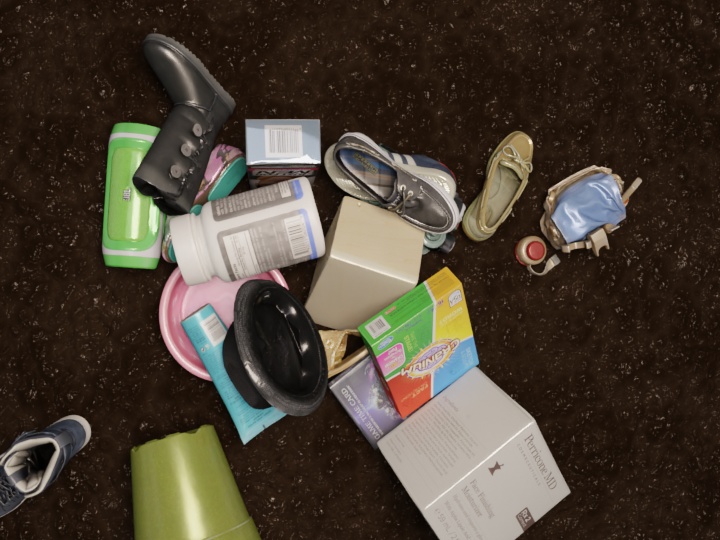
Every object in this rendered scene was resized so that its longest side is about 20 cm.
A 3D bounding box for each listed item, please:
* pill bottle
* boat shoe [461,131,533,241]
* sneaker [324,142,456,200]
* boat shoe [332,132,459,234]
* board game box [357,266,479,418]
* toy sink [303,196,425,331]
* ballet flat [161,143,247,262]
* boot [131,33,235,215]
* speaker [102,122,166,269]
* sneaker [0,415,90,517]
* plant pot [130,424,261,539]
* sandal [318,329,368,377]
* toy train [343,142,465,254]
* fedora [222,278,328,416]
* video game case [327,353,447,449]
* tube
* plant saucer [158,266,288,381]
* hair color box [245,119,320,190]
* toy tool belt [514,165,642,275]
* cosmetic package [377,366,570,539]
[{"bbox_3d":[-0.155,-0.050,0.902,0.196,0.114,0.116,-15,92,-6],"label":"pill bottle"},{"bbox_3d":[0.229,-0.139,1.035,0.073,0.063,0.202,36,74,-9],"label":"boat shoe"},{"bbox_3d":[0.046,-0.142,0.948,0.196,0.085,0.076,20,118,9],"label":"sneaker"},{"bbox_3d":[0.045,-0.112,0.874,0.199,0.066,0.070,40,119,-1],"label":"boat shoe"},{"bbox_3d":[0.090,0.110,0.938,0.152,0.040,0.202,-33,138,-10],"label":"board game box"},{"bbox_3d":[0.000,0.000,0.975,0.128,0.201,0.114,17,58,-8],"label":"toy sink"},{"bbox_3d":[-0.246,-0.105,0.978,0.070,0.069,0.202,26,77,24],"label":"ballet flat"},{"bbox_3d":[-0.273,-0.202,0.915,0.164,0.065,0.203,38,63,-37],"label":"boot"},{"bbox_3d":[-0.330,-0.106,0.953,0.086,0.088,0.205,3,89,-8],"label":"speaker"},{"bbox_3d":[-0.481,0.289,0.899,0.202,0.146,0.077,-41,97,-5],"label":"sneaker"},{"bbox_3d":[-0.247,0.329,0.923,0.196,0.200,0.194,-15,80,-8],"label":"plant pot"},{"bbox_3d":[-0.051,0.127,0.985,0.210,0.078,0.070,-38,88,9],"label":"sandal"},{"bbox_3d":[0.072,-0.109,1.016,0.197,0.085,0.116,29,76,-7],"label":"toy train"},{"bbox_3d":[-0.131,0.117,0.908,0.091,0.200,0.202,-31,95,28],"label":"fedora"},{"bbox_3d":[0.064,0.168,1.018,0.199,0.019,0.144,-37,115,-7],"label":"video game case"},{"bbox_3d":[-0.187,0.146,0.942,0.077,0.050,0.202,-31,98,-12],"label":"tube"},{"bbox_3d":[-0.202,0.064,0.987,0.196,0.051,0.206,0,90,-7],"label":"plant saucer"},{"bbox_3d":[-0.112,-0.160,0.926,0.097,0.200,0.062,-2,88,-8],"label":"hair color box"},{"bbox_3d":[0.343,-0.080,1.031,0.199,0.123,0.126,-37,94,-6],"label":"toy tool belt"},{"bbox_3d":[0.164,0.290,0.959,0.199,0.165,0.166,-36,118,-6],"label":"cosmetic package"}]
